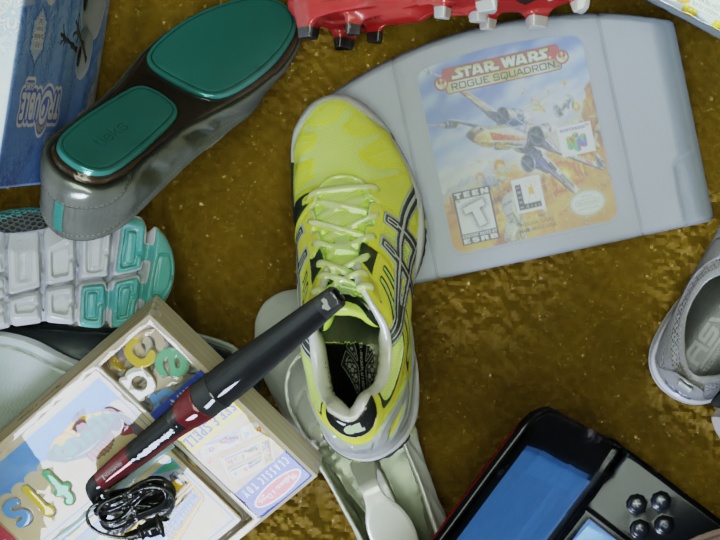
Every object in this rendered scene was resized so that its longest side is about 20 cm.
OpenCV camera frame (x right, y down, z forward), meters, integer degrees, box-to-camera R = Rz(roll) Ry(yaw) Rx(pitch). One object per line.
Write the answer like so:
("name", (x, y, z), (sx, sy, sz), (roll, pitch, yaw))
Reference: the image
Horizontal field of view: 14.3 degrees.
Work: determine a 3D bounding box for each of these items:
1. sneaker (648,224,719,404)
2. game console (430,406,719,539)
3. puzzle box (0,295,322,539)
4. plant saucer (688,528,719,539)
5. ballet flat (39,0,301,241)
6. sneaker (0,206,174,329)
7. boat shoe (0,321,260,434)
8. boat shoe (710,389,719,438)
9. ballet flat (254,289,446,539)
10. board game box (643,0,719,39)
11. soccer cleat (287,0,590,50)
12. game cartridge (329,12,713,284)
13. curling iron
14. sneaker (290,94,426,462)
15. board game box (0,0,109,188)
("sneaker", (0.230, -0.010, 1.579), (0.074, 0.082, 0.201), (27, 95, 0))
("game console", (0.105, 0.196, 1.581), (0.172, 0.119, 0.200), (37, 95, 0))
("puzzle box", (-0.136, 0.122, 1.590), (0.200, 0.025, 0.133), (-41, 105, 22))
("plant saucer", (0.215, 0.236, 1.538), (0.199, 0.037, 0.202), (1, 84, -5))
("ballet flat", (-0.107, -0.083, 1.573), (0.067, 0.200, 0.064), (33, 138, 18))
("sneaker", (-0.204, -0.001, 1.592), (0.199, 0.091, 0.078), (3, 98, -7))
("boat shoe", (-0.155, 0.062, 1.614), (0.199, 0.060, 0.076), (13, 122, 0))
("boat shoe", (0.272, 0.117, 1.586), (0.093, 0.074, 0.201), (-46, 123, -26))
("ballet flat", (0.002, 0.102, 1.605), (0.069, 0.069, 0.201), (-27, 92, 4))
("board game box", (0.224, -0.225, 1.553), (0.103, 0.105, 0.201), (26, 96, 0))
("soccer cleat", (0.045, -0.172, 1.556), (0.199, 0.068, 0.086), (-5, 81, 34))
("game cartridge", (0.087, -0.072, 1.605), (0.199, 0.042, 0.134), (-12, 98, 3))
("curling iron", (-0.077, 0.075, 1.533), (0.049, 0.026, 0.200), (35, 113, -20))
("sneaker", (0.000, 0.000, 1.550), (0.075, 0.076, 0.201), (-9, 80, 4))
("board game box", (-0.173, -0.146, 1.527), (0.043, 0.200, 0.200), (10, 95, 6))
